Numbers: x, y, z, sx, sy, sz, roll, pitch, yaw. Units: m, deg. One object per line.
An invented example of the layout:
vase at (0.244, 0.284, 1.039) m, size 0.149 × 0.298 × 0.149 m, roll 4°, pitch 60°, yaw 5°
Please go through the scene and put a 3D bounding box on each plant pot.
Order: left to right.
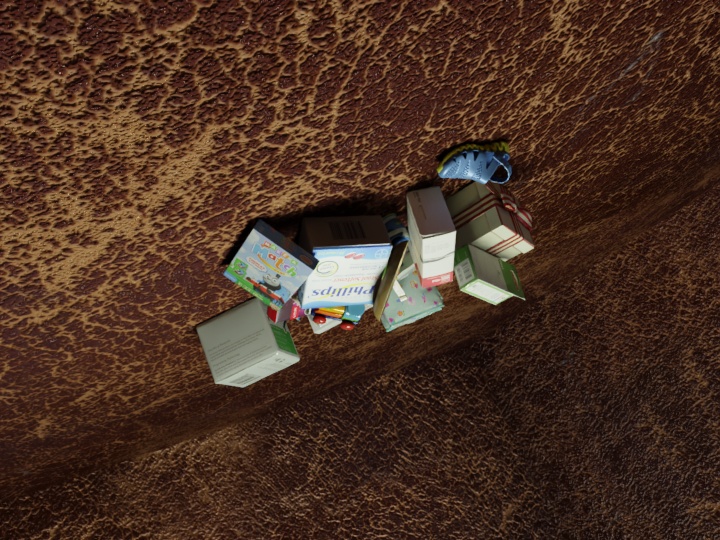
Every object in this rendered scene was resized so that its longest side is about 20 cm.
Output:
plant pot at (0.067, 0.020, 1.494) m, size 0.027 × 0.200 × 0.200 m, roll 19°, pitch 160°, yaw 4°

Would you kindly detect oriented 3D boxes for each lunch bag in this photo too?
lunch bag at (0.144, 0.076, 1.997) m, size 0.200 × 0.171 × 0.122 m, roll -22°, pitch 168°, yaw -12°

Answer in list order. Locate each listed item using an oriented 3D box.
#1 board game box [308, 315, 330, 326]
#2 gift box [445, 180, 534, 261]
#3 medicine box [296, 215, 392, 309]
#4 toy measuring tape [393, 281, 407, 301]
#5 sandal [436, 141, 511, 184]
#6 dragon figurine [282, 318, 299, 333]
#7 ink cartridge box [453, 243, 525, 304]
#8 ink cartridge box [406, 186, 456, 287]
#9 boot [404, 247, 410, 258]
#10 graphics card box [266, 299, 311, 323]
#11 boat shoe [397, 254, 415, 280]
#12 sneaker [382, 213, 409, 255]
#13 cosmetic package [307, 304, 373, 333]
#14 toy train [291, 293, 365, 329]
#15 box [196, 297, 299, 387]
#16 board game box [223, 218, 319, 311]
board game box at (-0.054, 0.086, 1.843) m, size 0.200 × 0.034 × 0.134 m, roll -31°, pitch -167°, yaw -13°
gift box at (0.312, -0.131, 1.610) m, size 0.187 × 0.200 × 0.184 m, roll -30°, pitch 149°, yaw 30°
medicine box at (-0.045, -0.018, 1.441) m, size 0.182 × 0.103 × 0.200 m, roll -4°, pitch 138°, yaw -18°
toy measuring tape at (0.089, 0.031, 1.824) m, size 0.073 × 0.074 × 0.200 m, roll -26°, pitch 124°, yaw 7°
sandal at (0.259, -0.228, 1.403) m, size 0.200 × 0.087 × 0.080 m, roll -14°, pitch 162°, yaw -25°
dragon figurine at (-0.145, 0.093, 1.784) m, size 0.099 × 0.059 × 0.200 m, roll -27°, pitch -172°, yaw 37°
ink cartridge box at (0.313, 0.017, 1.567) m, size 0.200 × 0.104 × 0.059 m, roll 20°, pitch 137°, yaw -40°
ink cartridge box at (0.166, -0.078, 1.520) m, size 0.083 × 0.147 × 0.200 m, roll -12°, pitch 145°, yaw -3°
boot at (0.139, -0.095, 1.691) m, size 0.174 × 0.069 × 0.200 m, roll -32°, pitch 166°, yaw 8°
graphics card box at (-0.143, 0.058, 1.688) m, size 0.200 × 0.051 × 0.126 m, roll -12°, pitch 129°, yaw -35°
boat shoe at (0.111, 0.002, 1.904) m, size 0.201 × 0.070 × 0.071 m, roll -35°, pitch 155°, yaw 23°
sneaker at (0.035, -0.047, 1.567) m, size 0.200 × 0.082 × 0.074 m, roll -45°, pitch 163°, yaw 4°
cosmetic package at (-0.066, 0.116, 1.990) m, size 0.200 × 0.083 × 0.051 m, roll -27°, pitch 165°, yaw 11°
toy train at (-0.090, 0.081, 1.550) m, size 0.199 × 0.085 × 0.116 m, roll 13°, pitch 167°, yaw -10°
box at (-0.307, 0.204, 1.776) m, size 0.200 × 0.172 × 0.199 m, roll -26°, pitch 163°, yaw 5°
board game box at (-0.195, -0.006, 1.373) m, size 0.200 × 0.151 × 0.037 m, roll -46°, pitch -167°, yaw 48°
